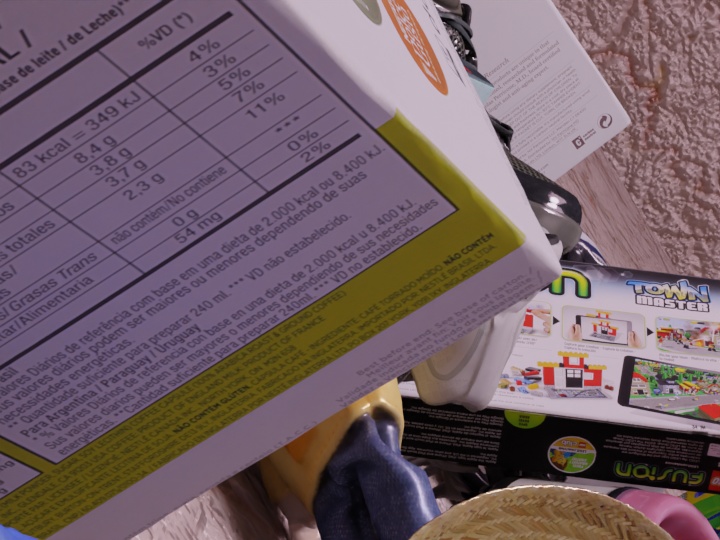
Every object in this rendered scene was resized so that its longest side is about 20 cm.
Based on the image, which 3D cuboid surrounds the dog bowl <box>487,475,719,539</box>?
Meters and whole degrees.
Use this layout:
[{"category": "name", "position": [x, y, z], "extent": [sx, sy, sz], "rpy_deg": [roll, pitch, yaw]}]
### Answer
[{"category": "dog bowl", "position": [0.110, 0.180, 0.946], "extent": [0.200, 0.074, 0.200], "rpy_deg": [38, 46, -54]}]

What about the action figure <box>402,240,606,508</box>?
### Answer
[{"category": "action figure", "position": [0.056, 0.082, 1.065], "extent": [0.119, 0.102, 0.200], "rpy_deg": [86, 25, -54]}]

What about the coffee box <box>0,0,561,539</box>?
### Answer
[{"category": "coffee box", "position": [-0.110, -0.058, 0.484], "extent": [0.198, 0.200, 0.200], "rpy_deg": [39, 23, -57]}]

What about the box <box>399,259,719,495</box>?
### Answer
[{"category": "box", "position": [0.070, 0.038, 0.994], "extent": [0.110, 0.200, 0.035], "rpy_deg": [-82, 179, -53]}]

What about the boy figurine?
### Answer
[{"category": "boy figurine", "position": [-0.018, 0.050, 0.870], "extent": [0.200, 0.064, 0.124], "rpy_deg": [60, -29, 25]}]

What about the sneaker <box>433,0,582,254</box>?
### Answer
[{"category": "sneaker", "position": [0.034, -0.083, 1.046], "extent": [0.199, 0.114, 0.076], "rpy_deg": [31, 0, 39]}]

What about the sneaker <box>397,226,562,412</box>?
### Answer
[{"category": "sneaker", "position": [0.000, 0.000, 0.941], "extent": [0.075, 0.081, 0.200], "rpy_deg": [6, 10, -32]}]

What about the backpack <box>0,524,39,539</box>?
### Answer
[{"category": "backpack", "position": [-0.044, 0.140, 0.365], "extent": [0.163, 0.168, 0.200], "rpy_deg": [57, 6, -42]}]

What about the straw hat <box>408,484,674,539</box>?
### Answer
[{"category": "straw hat", "position": [0.043, 0.174, 0.802], "extent": [0.201, 0.201, 0.085], "rpy_deg": [56, -27, -16]}]

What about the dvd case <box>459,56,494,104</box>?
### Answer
[{"category": "dvd case", "position": [-0.045, -0.141, 0.975], "extent": [0.200, 0.022, 0.146], "rpy_deg": [41, 12, 25]}]

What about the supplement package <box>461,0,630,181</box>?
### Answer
[{"category": "supplement package", "position": [0.011, -0.131, 1.214], "extent": [0.200, 0.152, 0.151], "rpy_deg": [52, 2, -28]}]

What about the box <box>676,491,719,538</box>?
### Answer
[{"category": "box", "position": [0.218, 0.201, 1.212], "extent": [0.122, 0.193, 0.200], "rpy_deg": [56, 12, -16]}]

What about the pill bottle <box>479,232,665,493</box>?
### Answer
[{"category": "pill bottle", "position": [0.089, 0.040, 1.253], "extent": [0.120, 0.120, 0.200], "rpy_deg": [47, 16, -44]}]
